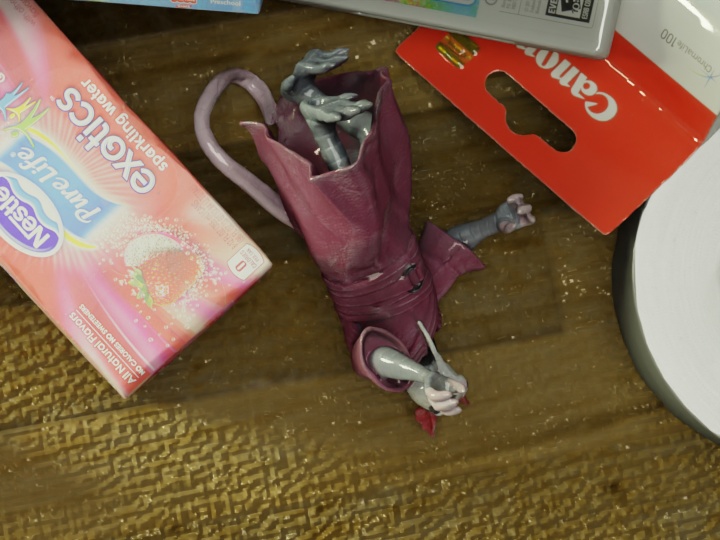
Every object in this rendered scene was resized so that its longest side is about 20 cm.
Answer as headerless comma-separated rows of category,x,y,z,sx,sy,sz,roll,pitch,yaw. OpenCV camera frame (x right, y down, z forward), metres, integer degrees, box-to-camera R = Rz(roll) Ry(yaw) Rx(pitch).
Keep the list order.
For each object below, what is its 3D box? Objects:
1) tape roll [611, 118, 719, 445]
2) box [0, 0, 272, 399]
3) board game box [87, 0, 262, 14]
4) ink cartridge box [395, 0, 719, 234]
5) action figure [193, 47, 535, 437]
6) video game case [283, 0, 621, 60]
tape roll,0.232,0.002,1.492,0.200,0.066,0.200,0,88,-4
box,-0.147,-0.042,1.446,0.103,0.095,0.200,-42,92,-4
board game box,-0.111,-0.189,1.401,0.151,0.200,0.037,4,125,2
ink cartridge box,0.135,-0.141,1.464,0.200,0.047,0.160,-44,66,-6
action figure,0.000,0.000,1.455,0.149,0.134,0.200,-2,120,30
video game case,0.058,-0.219,1.473,0.182,0.024,0.200,12,88,18
